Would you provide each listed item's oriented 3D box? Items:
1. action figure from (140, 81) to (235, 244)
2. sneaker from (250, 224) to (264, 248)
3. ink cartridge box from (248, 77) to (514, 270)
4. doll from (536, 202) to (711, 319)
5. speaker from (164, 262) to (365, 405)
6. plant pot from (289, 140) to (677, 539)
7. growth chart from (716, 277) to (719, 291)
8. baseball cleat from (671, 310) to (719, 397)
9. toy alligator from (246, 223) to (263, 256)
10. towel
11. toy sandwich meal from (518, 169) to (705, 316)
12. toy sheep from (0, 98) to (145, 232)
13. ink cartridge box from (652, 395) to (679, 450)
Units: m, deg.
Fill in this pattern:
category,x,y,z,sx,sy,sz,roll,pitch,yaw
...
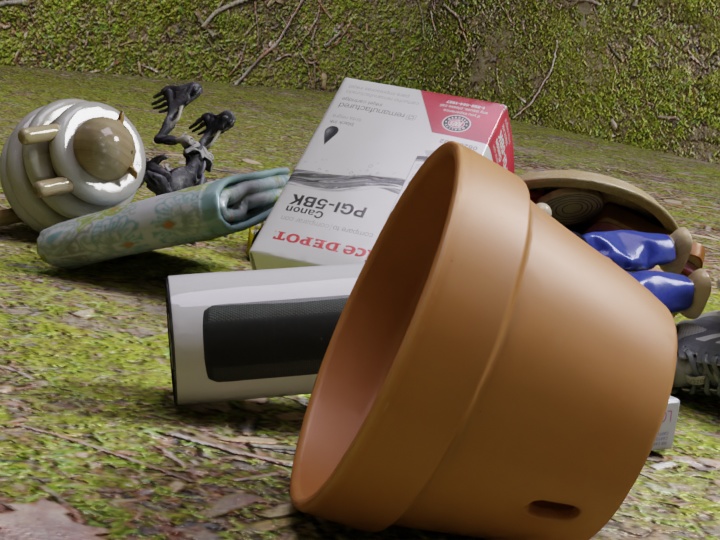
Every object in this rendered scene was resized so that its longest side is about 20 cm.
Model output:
category,x,y,z,sx,sy,sz,roll,pitch,yaw
action figure,-0.184,-0.092,1.598,0.119,0.102,0.200,33,41,-25
sneaker,0.000,0.000,1.308,0.200,0.076,0.115,12,9,5
ink cartridge box,0.021,-0.046,1.241,0.146,0.083,0.200,12,53,19
doll,0.161,0.009,1.164,0.199,0.049,0.137,-2,56,-23
speaker,-0.019,0.036,0.984,0.199,0.081,0.081,-4,12,-8
plant pot,0.067,0.052,0.805,0.140,0.201,0.200,23,8,-10
growth chart,0.346,0.060,1.181,0.200,0.018,0.145,34,5,5
baseball cleat,0.266,0.081,1.159,0.106,0.070,0.200,-9,11,-7
toy alligator,-0.078,-0.045,1.548,0.059,0.054,0.200,8,10,-4
towel,-0.157,-0.043,1.359,0.171,0.048,0.200,-15,2,19
toy sandwich meal,0.184,-0.011,1.349,0.204,0.070,0.205,8,-28,4
toy sheep,-0.272,-0.091,1.454,0.138,0.138,0.200,0,-11,-40
ink cartridge box,0.103,0.077,1.070,0.119,0.042,0.200,0,16,-35
